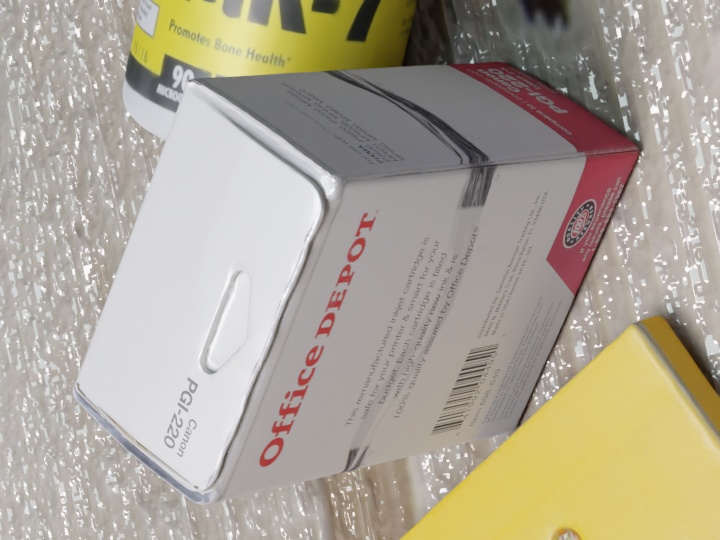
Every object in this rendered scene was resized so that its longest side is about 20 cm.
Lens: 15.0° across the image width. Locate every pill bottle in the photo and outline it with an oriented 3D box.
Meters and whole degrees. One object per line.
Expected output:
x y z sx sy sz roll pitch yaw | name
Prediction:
-0.026 -0.150 1.127 0.114 0.114 0.200 24 111 33 | pill bottle

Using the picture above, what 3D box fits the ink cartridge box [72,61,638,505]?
0.000 0.000 1.073 0.085 0.200 0.146 36 116 29 | ink cartridge box

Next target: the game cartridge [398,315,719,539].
0.119 0.148 1.112 0.176 0.032 0.200 -45 71 33 | game cartridge
